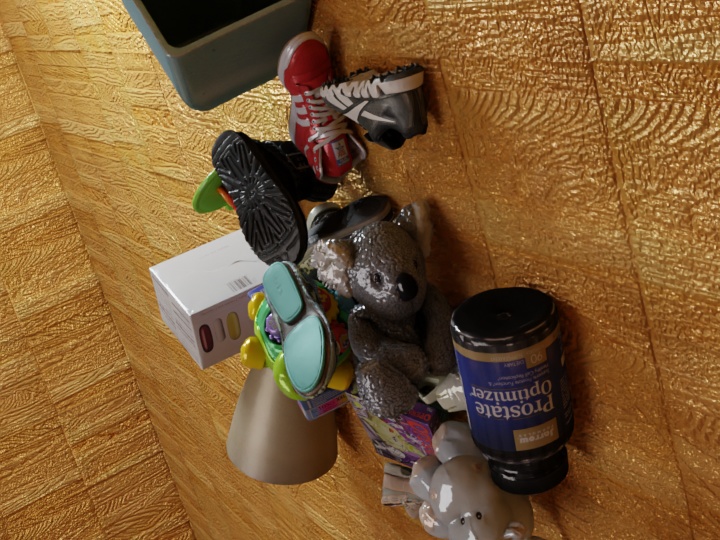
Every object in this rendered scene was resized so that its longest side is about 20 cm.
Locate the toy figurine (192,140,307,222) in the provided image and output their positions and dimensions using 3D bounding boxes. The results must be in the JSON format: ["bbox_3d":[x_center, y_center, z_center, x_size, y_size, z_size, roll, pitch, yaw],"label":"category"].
[{"bbox_3d":[-0.125,-0.063,1.691,0.184,0.150,0.200,51,177,11],"label":"toy figurine"}]

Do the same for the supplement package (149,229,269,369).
[{"bbox_3d":[-0.203,0.037,1.841,0.156,0.199,0.112,42,149,45],"label":"supplement package"}]

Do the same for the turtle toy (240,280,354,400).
[{"bbox_3d":[-0.067,0.082,1.421,0.201,0.145,0.101,-85,13,-46],"label":"turtle toy"}]

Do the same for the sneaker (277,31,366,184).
[{"bbox_3d":[-0.045,-0.189,1.419,0.113,0.071,0.201,57,165,30],"label":"sneaker"}]

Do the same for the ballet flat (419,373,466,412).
[{"bbox_3d":[0.109,0.142,1.413,0.200,0.071,0.072,0,113,67],"label":"ballet flat"}]

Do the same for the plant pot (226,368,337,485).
[{"bbox_3d":[-0.118,0.210,1.892,0.187,0.186,0.201,43,135,44],"label":"plant pot"}]

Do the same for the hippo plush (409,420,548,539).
[{"bbox_3d":[0.121,0.278,1.329,0.201,0.158,0.161,68,-159,2],"label":"hippo plush"}]

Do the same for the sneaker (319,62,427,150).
[{"bbox_3d":[0.015,-0.177,1.300,0.200,0.066,0.091,12,121,61],"label":"sneaker"}]

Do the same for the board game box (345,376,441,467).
[{"bbox_3d":[0.057,0.210,1.509,0.119,0.032,0.200,15,154,23],"label":"board game box"}]

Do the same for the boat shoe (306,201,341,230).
[{"bbox_3d":[-0.038,0.005,1.602,0.061,0.071,0.202,49,151,44],"label":"boat shoe"}]

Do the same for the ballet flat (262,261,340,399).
[{"bbox_3d":[-0.055,0.070,1.316,0.075,0.074,0.201,90,166,-47],"label":"ballet flat"}]

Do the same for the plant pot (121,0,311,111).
[{"bbox_3d":[-0.186,-0.317,1.468,0.196,0.195,0.200,56,165,21],"label":"plant pot"}]

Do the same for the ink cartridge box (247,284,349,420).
[{"bbox_3d":[-0.084,0.097,1.593,0.137,0.076,0.201,58,169,32],"label":"ink cartridge box"}]

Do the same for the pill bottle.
[{"bbox_3d":[0.162,0.127,1.214,0.112,0.111,0.201,30,139,55],"label":"pill bottle"}]

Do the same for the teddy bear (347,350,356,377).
[{"bbox_3d":[0.017,0.154,1.637,0.146,0.066,0.200,61,159,5],"label":"teddy bear"}]

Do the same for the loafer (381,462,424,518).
[{"bbox_3d":[0.080,0.308,1.578,0.200,0.071,0.063,3,75,71],"label":"loafer"}]

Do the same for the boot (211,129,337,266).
[{"bbox_3d":[-0.086,-0.091,1.492,0.079,0.157,0.212,-39,64,28],"label":"boot"}]

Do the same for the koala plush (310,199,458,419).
[{"bbox_3d":[0.037,0.032,1.337,0.201,0.176,0.184,68,169,-16],"label":"koala plush"}]

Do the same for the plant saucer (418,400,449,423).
[{"bbox_3d":[0.076,0.217,1.583,0.069,0.019,0.201,22,145,8],"label":"plant saucer"}]

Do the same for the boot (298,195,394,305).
[{"bbox_3d":[0.000,0.000,1.495,0.199,0.073,0.151,-29,109,36],"label":"boot"}]
